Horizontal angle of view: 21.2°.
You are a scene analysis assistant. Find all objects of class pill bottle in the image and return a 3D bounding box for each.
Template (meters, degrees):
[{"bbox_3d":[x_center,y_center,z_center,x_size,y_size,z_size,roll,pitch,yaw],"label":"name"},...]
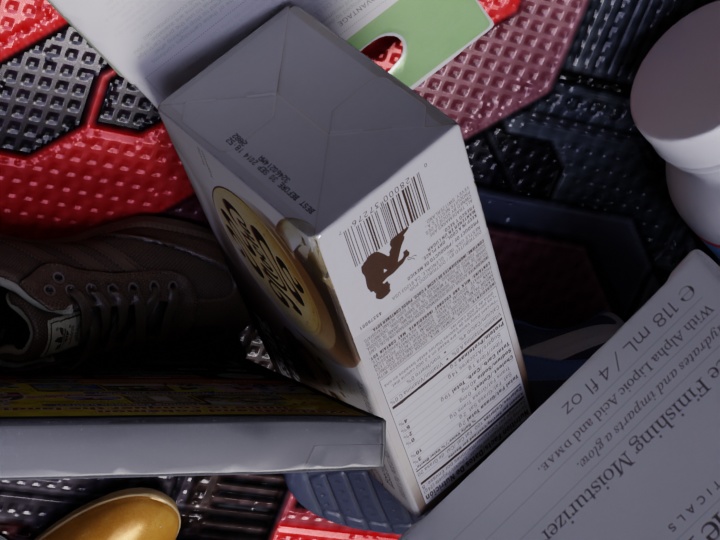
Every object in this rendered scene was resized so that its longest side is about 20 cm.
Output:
[{"bbox_3d":[0.217,-0.038,0.927,0.109,0.109,0.200,-42,125,10],"label":"pill bottle"}]

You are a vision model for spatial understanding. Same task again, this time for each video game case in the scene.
[{"bbox_3d":[-0.113,0.061,0.830,0.198,0.180,0.026,1,95,-22],"label":"video game case"}]

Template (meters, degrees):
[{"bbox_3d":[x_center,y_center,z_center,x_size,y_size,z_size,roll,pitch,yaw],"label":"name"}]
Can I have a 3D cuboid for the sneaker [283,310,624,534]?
[{"bbox_3d":[0.057,0.074,0.967,0.198,0.083,0.074,-12,140,1],"label":"sneaker"}]

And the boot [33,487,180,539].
[{"bbox_3d":[-0.148,0.214,0.936,0.201,0.144,0.071,-44,126,11],"label":"boot"}]

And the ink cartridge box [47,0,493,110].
[{"bbox_3d":[-0.047,-0.131,0.812,0.145,0.048,0.200,-36,140,6],"label":"ink cartridge box"}]

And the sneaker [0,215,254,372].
[{"bbox_3d":[-0.133,0.021,0.859,0.198,0.076,0.071,3,121,-21],"label":"sneaker"}]

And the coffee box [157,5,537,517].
[{"bbox_3d":[0.000,0.000,0.838,0.080,0.113,0.201,-38,141,-15],"label":"coffee box"}]

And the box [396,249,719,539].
[{"bbox_3d":[0.157,0.131,0.889,0.199,0.131,0.200,-45,142,7],"label":"box"}]

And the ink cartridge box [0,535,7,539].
[{"bbox_3d":[-0.229,0.240,0.905,0.200,0.174,0.043,-45,125,12],"label":"ink cartridge box"}]
